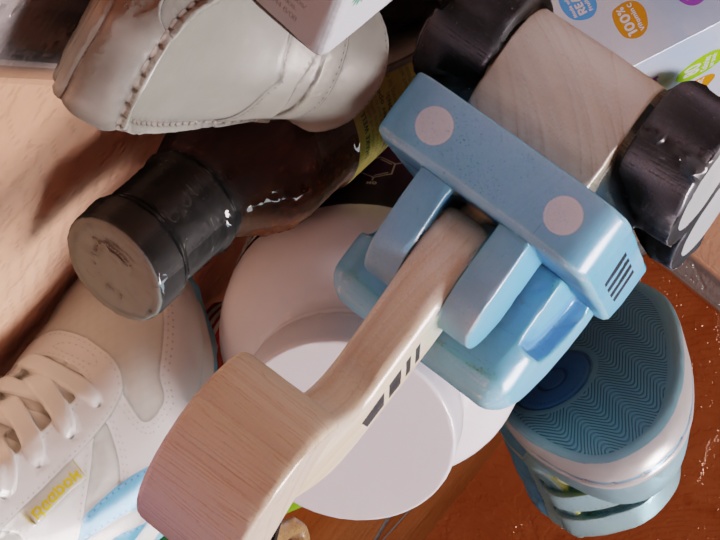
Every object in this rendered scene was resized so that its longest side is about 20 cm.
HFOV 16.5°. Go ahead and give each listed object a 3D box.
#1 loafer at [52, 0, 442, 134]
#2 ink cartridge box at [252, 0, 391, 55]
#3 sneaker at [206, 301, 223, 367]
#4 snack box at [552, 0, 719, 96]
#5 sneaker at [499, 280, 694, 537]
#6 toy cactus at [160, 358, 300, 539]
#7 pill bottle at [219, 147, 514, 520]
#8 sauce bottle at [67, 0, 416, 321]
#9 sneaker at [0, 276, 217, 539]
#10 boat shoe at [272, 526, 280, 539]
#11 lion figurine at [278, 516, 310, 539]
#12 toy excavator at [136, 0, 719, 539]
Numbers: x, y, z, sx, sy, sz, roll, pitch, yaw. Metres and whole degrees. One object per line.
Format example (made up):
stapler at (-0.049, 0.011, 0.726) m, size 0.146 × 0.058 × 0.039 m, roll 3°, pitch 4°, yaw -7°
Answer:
loafer at (-0.023, -0.076, 0.744) m, size 0.070 × 0.070 × 0.200 m, roll -56°, pitch 170°, yaw 29°
ink cartridge box at (0.060, -0.175, 0.654) m, size 0.196 × 0.043 × 0.200 m, roll -42°, pitch 167°, yaw -35°
sneaker at (0.000, 0.000, 1.095) m, size 0.199 × 0.079 × 0.115 m, roll -29°, pitch -167°, yaw -29°
snack box at (0.131, -0.108, 1.185) m, size 0.199 × 0.068 × 0.169 m, roll -26°, pitch 167°, yaw -6°
sneaker at (0.100, 0.066, 0.983) m, size 0.079 × 0.131 × 0.200 m, roll -29°, pitch -155°, yaw 0°
toy cactus at (-0.076, 0.122, 0.969) m, size 0.166 × 0.102 × 0.200 m, roll -61°, pitch 166°, yaw -19°
pill bottle at (0.013, -0.001, 0.916) m, size 0.113 × 0.112 × 0.201 m, roll -57°, pitch -171°, yaw 35°
sauce bottle at (-0.021, -0.056, 0.848) m, size 0.200 × 0.066 × 0.066 m, roll -45°, pitch 169°, yaw -39°
sneaker at (-0.119, 0.077, 0.855) m, size 0.201 × 0.076 × 0.081 m, roll -61°, pitch 145°, yaw -12°
boat shoe at (-0.038, 0.085, 1.247) m, size 0.201 × 0.064 × 0.073 m, roll -63°, pitch 175°, yaw 7°
lion figurine at (-0.059, 0.112, 1.355) m, size 0.122 × 0.072 × 0.201 m, roll -5°, pitch 120°, yaw -60°
toy excavator at (0.024, 0.008, 0.760) m, size 0.201 × 0.100 × 0.194 m, roll -56°, pitch 168°, yaw 0°
